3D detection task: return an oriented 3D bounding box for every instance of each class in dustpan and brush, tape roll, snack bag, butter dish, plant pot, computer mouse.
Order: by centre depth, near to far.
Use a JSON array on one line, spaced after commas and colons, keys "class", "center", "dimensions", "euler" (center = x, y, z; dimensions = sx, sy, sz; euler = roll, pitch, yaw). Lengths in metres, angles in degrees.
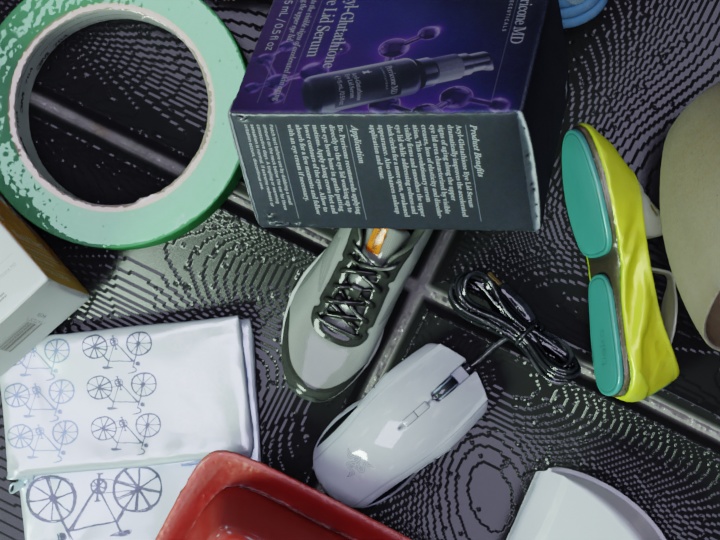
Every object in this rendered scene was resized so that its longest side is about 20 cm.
[{"class": "plant pot", "center": [0.281, -0.058, 1.339], "dimensions": [0.200, 0.200, 0.134], "euler": [-34, 62, 2]}, {"class": "butter dish", "center": [-0.065, 0.254, 1.345], "dimensions": [0.200, 0.148, 0.200], "euler": [27, 96, -1]}, {"class": "dustpan and brush", "center": [0.196, 0.233, 1.396], "dimensions": [0.200, 0.057, 0.140], "euler": [24, 102, 9]}, {"class": "computer mouse", "center": [0.051, 0.095, 1.404], "dimensions": [0.200, 0.044, 0.110], "euler": [-42, 88, 1]}, {"class": "tape roll", "center": [-0.175, -0.115, 1.418], "dimensions": [0.200, 0.048, 0.201], "euler": [0, 88, 3]}, {"class": "snack bag", "center": [-0.164, 0.139, 1.425], "dimensions": [0.188, 0.021, 0.200], "euler": [-5, 89, 2]}]

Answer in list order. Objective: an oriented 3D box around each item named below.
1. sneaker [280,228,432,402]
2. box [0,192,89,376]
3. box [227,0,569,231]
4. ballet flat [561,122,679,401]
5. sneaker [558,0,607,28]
[{"class": "sneaker", "center": [0.000, 0.000, 1.392], "dimensions": [0.074, 0.079, 0.200], "euler": [27, 91, 1]}, {"class": "box", "center": [-0.299, -0.030, 1.375], "dimensions": [0.097, 0.124, 0.200], "euler": [-42, 82, 0]}, {"class": "box", "center": [0.031, -0.111, 1.321], "dimensions": [0.200, 0.148, 0.104], "euler": [0, 133, 15]}, {"class": "ballet flat", "center": [0.189, -0.008, 1.397], "dimensions": [0.067, 0.067, 0.200], "euler": [-9, 91, -19]}, {"class": "sneaker", "center": [0.106, -0.243, 1.397], "dimensions": [0.080, 0.131, 0.200], "euler": [-31, 51, -1]}]
